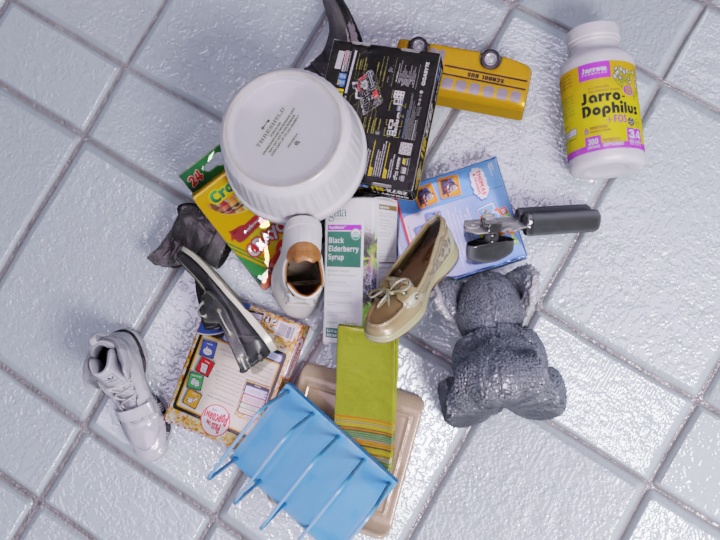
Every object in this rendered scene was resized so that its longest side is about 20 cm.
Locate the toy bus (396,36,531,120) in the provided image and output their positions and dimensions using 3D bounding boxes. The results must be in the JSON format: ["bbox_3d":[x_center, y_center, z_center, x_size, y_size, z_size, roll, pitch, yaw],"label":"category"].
[{"bbox_3d":[0.146,-0.279,1.134,0.197,0.065,0.079,12,86,9],"label":"toy bus"}]

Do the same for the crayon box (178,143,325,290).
[{"bbox_3d":[-0.150,-0.090,1.110,0.127,0.051,0.201,-38,106,-3],"label":"crayon box"}]

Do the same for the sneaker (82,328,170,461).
[{"bbox_3d":[-0.338,0.179,1.116,0.074,0.115,0.202,-19,80,5],"label":"sneaker"}]

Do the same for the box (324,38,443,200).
[{"bbox_3d":[0.019,-0.211,1.085,0.157,0.049,0.203,10,82,13],"label":"box"}]

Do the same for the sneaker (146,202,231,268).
[{"bbox_3d":[-0.229,-0.083,1.164,0.103,0.060,0.202,25,90,6],"label":"sneaker"}]

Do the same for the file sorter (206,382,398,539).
[{"bbox_3d":[-0.077,0.272,1.010,0.199,0.123,0.139,40,100,9],"label":"file sorter"}]

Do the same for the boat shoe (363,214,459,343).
[{"bbox_3d":[0.061,0.010,1.028,0.073,0.063,0.201,9,48,34],"label":"boat shoe"}]

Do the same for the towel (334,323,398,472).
[{"bbox_3d":[0.006,0.173,1.045,0.085,0.018,0.203,4,104,8],"label":"towel"}]

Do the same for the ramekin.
[{"bbox_3d":[-0.092,-0.167,1.017,0.199,0.094,0.206,-1,79,5],"label":"ramekin"}]

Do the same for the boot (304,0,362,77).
[{"bbox_3d":[-0.056,-0.316,1.169,0.130,0.070,0.202,-22,76,10],"label":"boot"}]

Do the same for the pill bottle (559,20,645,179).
[{"bbox_3d":[0.331,-0.235,1.081,0.103,0.104,0.203,-5,82,7],"label":"pill bottle"}]

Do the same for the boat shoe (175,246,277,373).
[{"bbox_3d":[-0.200,0.051,1.088,0.067,0.072,0.201,-39,80,-5],"label":"boat shoe"}]

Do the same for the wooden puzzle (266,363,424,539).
[{"bbox_3d":[-0.021,0.252,1.104,0.183,0.037,0.203,15,80,10],"label":"wooden puzzle"}]

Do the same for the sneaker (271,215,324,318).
[{"bbox_3d":[-0.086,0.021,1.058,0.072,0.201,0.086,-1,53,-6],"label":"sneaker"}]

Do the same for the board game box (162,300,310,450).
[{"bbox_3d":[-0.179,0.148,1.131,0.150,0.046,0.202,20,85,10],"label":"board game box"}]

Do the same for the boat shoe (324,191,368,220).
[{"bbox_3d":[0.001,-0.154,1.136,0.198,0.066,0.075,-36,78,2],"label":"boat shoe"}]

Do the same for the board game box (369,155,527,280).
[{"bbox_3d":[0.122,-0.060,1.121,0.197,0.037,0.153,-17,81,6],"label":"board game box"}]

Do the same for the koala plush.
[{"bbox_3d":[0.179,0.089,1.036,0.175,0.184,0.203,-7,68,9],"label":"koala plush"}]

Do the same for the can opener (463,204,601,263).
[{"bbox_3d":[0.233,-0.057,1.074,0.197,0.053,0.067,-9,113,-12],"label":"can opener"}]

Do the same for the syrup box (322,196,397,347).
[{"bbox_3d":[0.000,0.000,1.085,0.078,0.081,0.203,2,92,28],"label":"syrup box"}]
